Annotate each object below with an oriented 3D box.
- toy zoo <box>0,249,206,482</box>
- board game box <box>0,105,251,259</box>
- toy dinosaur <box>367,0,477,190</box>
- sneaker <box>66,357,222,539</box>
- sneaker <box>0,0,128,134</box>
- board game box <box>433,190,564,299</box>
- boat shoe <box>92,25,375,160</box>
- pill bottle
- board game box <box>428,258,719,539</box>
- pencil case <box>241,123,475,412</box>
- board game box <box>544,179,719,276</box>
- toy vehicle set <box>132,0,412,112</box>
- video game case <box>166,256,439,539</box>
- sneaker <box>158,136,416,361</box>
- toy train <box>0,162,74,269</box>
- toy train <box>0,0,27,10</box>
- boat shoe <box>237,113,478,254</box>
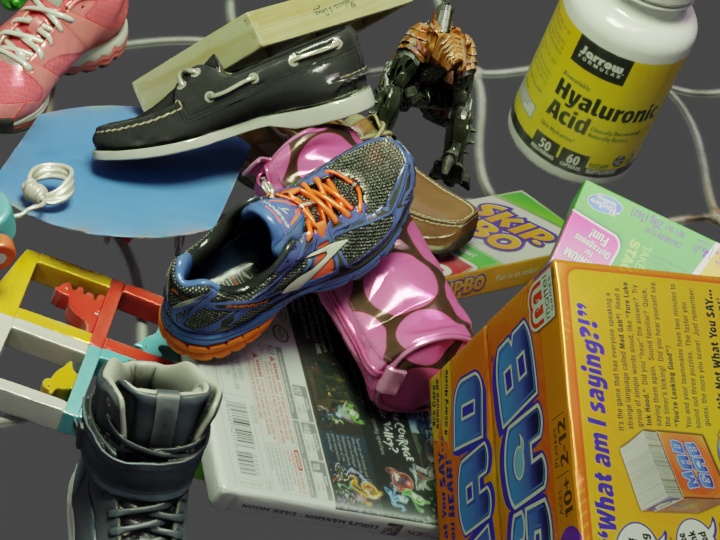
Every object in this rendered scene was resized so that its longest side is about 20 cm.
[{"bbox_3d":[-0.171,0.056,1.327,0.198,0.021,0.132,20,41,-5],"label":"toy zoo"},{"bbox_3d":[-0.166,-0.056,1.426,0.156,0.039,0.200,9,29,4],"label":"board game box"},{"bbox_3d":[0.047,-0.143,1.547,0.101,0.137,0.200,15,-3,13],"label":"toy dinosaur"},{"bbox_3d":[-0.124,0.143,1.165,0.076,0.147,0.203,5,45,-22],"label":"sneaker"},{"bbox_3d":[-0.235,-0.175,1.494,0.073,0.087,0.200,30,41,10],"label":"sneaker"},{"bbox_3d":[0.083,-0.018,1.503,0.199,0.030,0.095,-9,33,-35],"label":"board game box"},{"bbox_3d":[-0.091,-0.119,1.398,0.198,0.061,0.074,-12,12,4],"label":"boat shoe"},{"bbox_3d":[0.198,-0.173,1.605,0.110,0.201,0.112,12,41,-11],"label":"pill bottle"},{"bbox_3d":[0.172,0.132,1.227,0.198,0.200,0.202,6,65,-19],"label":"board game box"},{"bbox_3d":[0.000,0.000,1.370,0.093,0.091,0.201,3,46,-50],"label":"pencil case"},{"bbox_3d":[0.183,0.058,1.413,0.152,0.040,0.201,25,67,2],"label":"board game box"},{"bbox_3d":[-0.063,-0.171,1.521,0.199,0.124,0.027,-26,90,-52],"label":"toy vehicle set"},{"bbox_3d":[-0.031,0.085,1.340,0.180,0.023,0.201,13,40,-28],"label":"video game case"},{"bbox_3d":[-0.043,-0.021,1.295,0.200,0.079,0.075,-39,68,-17],"label":"sneaker"},{"bbox_3d":[-0.295,-0.067,1.339,0.198,0.056,0.151,13,48,18],"label":"toy train"},{"bbox_3d":[-0.273,-0.229,1.558,0.198,0.057,0.042,-3,47,-28],"label":"toy train"},{"bbox_3d":[-0.008,-0.074,1.472,0.199,0.074,0.076,23,31,20],"label":"boat shoe"}]
